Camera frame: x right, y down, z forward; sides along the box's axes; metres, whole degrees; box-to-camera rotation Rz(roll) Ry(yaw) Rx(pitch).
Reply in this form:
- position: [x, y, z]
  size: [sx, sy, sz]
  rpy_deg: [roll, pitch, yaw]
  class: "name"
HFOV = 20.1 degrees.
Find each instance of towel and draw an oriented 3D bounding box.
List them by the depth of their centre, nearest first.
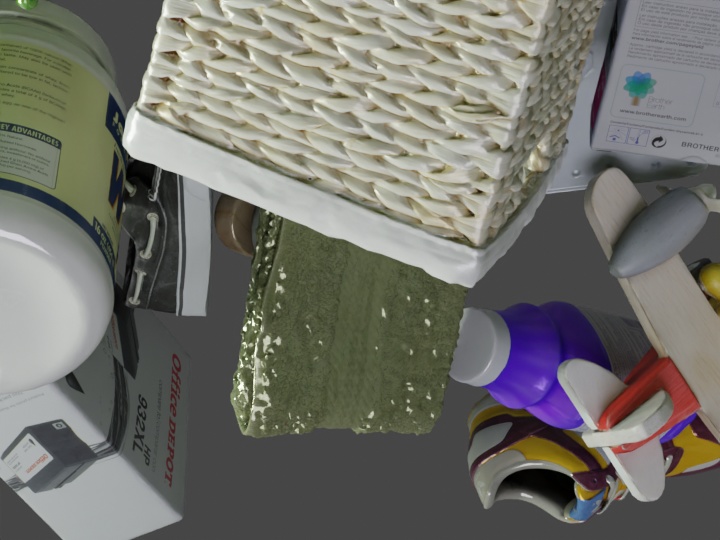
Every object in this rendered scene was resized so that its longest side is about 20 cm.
- position: [0.000, 0.000, 1.186]
  size: [0.148, 0.036, 0.201]
  rpy_deg: [2, 102, -29]
  class: "towel"

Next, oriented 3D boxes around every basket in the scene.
- position: [0.013, -0.123, 1.033]
  size: [0.199, 0.198, 0.162]
  rpy_deg: [20, 115, 11]
  class: "basket"

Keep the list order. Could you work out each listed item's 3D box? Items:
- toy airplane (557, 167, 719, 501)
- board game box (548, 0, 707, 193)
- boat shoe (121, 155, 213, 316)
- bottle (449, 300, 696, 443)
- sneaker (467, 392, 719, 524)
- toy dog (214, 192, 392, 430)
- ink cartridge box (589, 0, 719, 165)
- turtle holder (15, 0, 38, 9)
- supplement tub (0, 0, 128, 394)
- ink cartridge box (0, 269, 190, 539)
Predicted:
- position: [0.218, 0.048, 1.232]
  size: [0.199, 0.200, 0.141]
  rpy_deg: [19, 151, -32]
  class: "toy airplane"
- position: [0.101, -0.126, 1.194]
  size: [0.199, 0.026, 0.201]
  rpy_deg: [-6, 135, 5]
  class: "board game box"
- position: [-0.122, -0.043, 1.241]
  size: [0.063, 0.071, 0.201]
  rpy_deg: [2, 136, -5]
  class: "boat shoe"
- position: [0.135, 0.062, 1.303]
  size: [0.199, 0.084, 0.065]
  rpy_deg: [13, 129, -44]
  class: "bottle"
- position: [0.173, 0.136, 1.410]
  size: [0.199, 0.090, 0.075]
  rpy_deg: [0, 135, 0]
  class: "sneaker"
- position: [-0.005, 0.000, 1.271]
  size: [0.096, 0.132, 0.200]
  rpy_deg: [-44, 143, -14]
  class: "toy dog"
- position: [0.198, -0.144, 1.073]
  size: [0.119, 0.042, 0.201]
  rpy_deg: [8, 132, -2]
  class: "ink cartridge box"
- position: [-0.240, -0.199, 1.055]
  size: [0.131, 0.186, 0.142]
  rpy_deg: [-7, 103, 5]
  class: "turtle holder"
- position: [-0.205, -0.047, 1.143]
  size: [0.144, 0.201, 0.145]
  rpy_deg: [0, 135, 0]
  class: "supplement tub"
- position: [-0.192, 0.061, 1.289]
  size: [0.083, 0.146, 0.200]
  rpy_deg: [-21, 132, 18]
  class: "ink cartridge box"
